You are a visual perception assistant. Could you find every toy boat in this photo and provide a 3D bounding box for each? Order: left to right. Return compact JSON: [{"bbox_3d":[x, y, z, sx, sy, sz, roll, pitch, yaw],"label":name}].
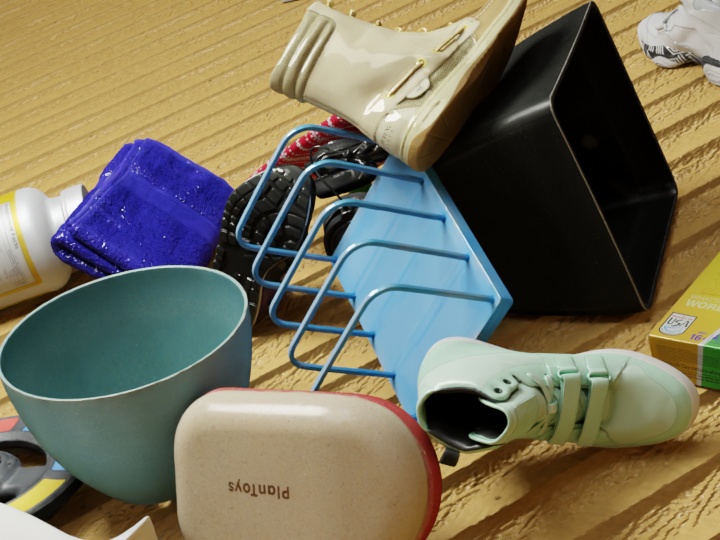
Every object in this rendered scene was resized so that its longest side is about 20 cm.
[{"bbox_3d":[-0.029,0.147,1.027,0.198,0.132,0.130,0,4,30],"label":"toy boat"}]

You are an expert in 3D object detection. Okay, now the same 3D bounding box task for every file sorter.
[{"bbox_3d":[0.000,0.000,1.111,0.122,0.139,0.201,9,37,-33],"label":"file sorter"}]

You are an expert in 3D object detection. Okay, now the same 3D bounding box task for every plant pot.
[{"bbox_3d":[-0.171,0.103,1.134,0.197,0.136,0.201,-10,26,5],"label":"plant pot"},{"bbox_3d":[0.144,-0.079,1.229,0.176,0.201,0.201,-16,26,30],"label":"plant pot"}]

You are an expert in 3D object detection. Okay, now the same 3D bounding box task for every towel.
[{"bbox_3d":[-0.211,-0.054,1.458,0.146,0.050,0.201,26,38,-1],"label":"towel"},{"bbox_3d":[0.000,-0.122,1.360,0.199,0.023,0.144,-31,-18,38],"label":"towel"}]

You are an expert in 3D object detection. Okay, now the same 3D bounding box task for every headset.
[{"bbox_3d":[0.004,-0.068,1.283,0.093,0.200,0.125,-18,70,10],"label":"headset"}]

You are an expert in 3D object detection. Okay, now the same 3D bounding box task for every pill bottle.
[{"bbox_3d":[-0.371,-0.020,1.500,0.198,0.113,0.112,-19,28,-1],"label":"pill bottle"}]

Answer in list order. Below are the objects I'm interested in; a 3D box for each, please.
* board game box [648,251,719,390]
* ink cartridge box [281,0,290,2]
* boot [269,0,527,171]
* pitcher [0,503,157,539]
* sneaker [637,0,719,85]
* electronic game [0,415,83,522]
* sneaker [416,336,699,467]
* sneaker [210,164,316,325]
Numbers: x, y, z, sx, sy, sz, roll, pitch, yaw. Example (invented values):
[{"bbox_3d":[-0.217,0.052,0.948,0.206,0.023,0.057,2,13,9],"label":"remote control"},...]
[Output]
[{"bbox_3d":[0.333,0.021,1.085,0.152,0.041,0.200,9,39,41],"label":"board game box"},{"bbox_3d":[-0.040,-0.489,2.083,0.197,0.147,0.084,-8,30,19],"label":"ink cartridge box"},{"bbox_3d":[0.034,-0.183,1.162,0.154,0.073,0.201,27,60,17],"label":"boot"},{"bbox_3d":[-0.253,0.240,0.983,0.197,0.122,0.173,3,42,10],"label":"pitcher"},{"bbox_3d":[0.353,-0.271,1.502,0.074,0.116,0.200,-25,29,-13],"label":"sneaker"},{"bbox_3d":[-0.317,0.176,1.181,0.197,0.042,0.200,-12,23,5],"label":"electronic game"},{"bbox_3d":[0.133,0.101,0.981,0.198,0.075,0.118,6,17,9],"label":"sneaker"},{"bbox_3d":[-0.080,-0.036,1.293,0.076,0.201,0.088,39,45,7],"label":"sneaker"}]
